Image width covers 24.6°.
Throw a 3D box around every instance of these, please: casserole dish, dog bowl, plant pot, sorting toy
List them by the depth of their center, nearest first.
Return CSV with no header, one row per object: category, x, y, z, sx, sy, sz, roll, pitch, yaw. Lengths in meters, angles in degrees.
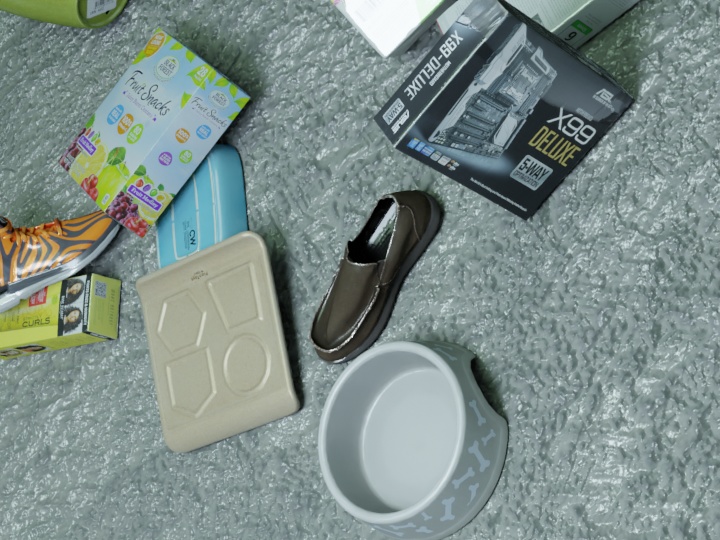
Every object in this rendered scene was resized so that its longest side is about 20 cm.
dog bowl,0.043,0.158,1.585,0.200,0.059,0.200,-14,67,35
sorting toy,-0.152,0.078,1.776,0.185,0.036,0.200,-22,75,33
casserole dish,-0.184,-0.056,1.854,0.121,0.039,0.200,-21,64,34
plant pot,-0.384,-0.383,2.050,0.200,0.187,0.187,33,98,26

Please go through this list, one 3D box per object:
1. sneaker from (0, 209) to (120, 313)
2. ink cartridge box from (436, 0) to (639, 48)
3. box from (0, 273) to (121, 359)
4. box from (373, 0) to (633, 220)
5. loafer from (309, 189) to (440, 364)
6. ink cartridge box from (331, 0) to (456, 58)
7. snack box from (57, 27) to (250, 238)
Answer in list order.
sneaker,-0.385,-0.038,1.924,0.200,0.112,0.078,-32,23,-6
ink cartridge box,0.177,-0.261,1.615,0.200,0.050,0.109,-37,56,26
box,-0.372,0.056,1.963,0.200,0.050,0.075,-10,70,37
box,0.133,-0.148,1.515,0.158,0.200,0.050,-48,46,16
loafer,0.000,0.000,1.661,0.073,0.071,0.200,34,99,41
ink cartridge box,0.006,-0.330,1.704,0.117,0.067,0.200,-43,86,20
snack box,-0.237,-0.159,1.872,0.200,0.068,0.169,-52,37,1
